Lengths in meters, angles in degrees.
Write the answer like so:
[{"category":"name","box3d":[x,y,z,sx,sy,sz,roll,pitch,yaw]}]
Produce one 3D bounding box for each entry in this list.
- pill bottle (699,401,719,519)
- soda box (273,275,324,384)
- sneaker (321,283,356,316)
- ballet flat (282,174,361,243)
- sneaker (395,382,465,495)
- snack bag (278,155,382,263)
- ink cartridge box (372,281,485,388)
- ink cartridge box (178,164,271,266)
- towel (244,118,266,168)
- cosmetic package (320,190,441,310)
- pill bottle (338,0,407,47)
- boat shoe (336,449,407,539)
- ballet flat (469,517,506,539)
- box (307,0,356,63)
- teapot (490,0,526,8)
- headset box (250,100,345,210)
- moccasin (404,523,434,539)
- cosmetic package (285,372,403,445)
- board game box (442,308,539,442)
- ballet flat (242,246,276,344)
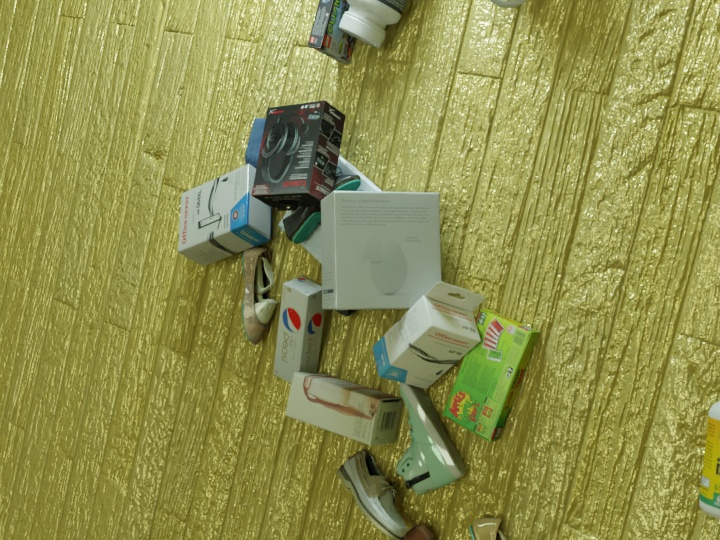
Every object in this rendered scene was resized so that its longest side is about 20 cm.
[{"category":"pill bottle","box3d":[0.556,0.254,1.200,0.111,0.112,0.205,7,90,32]},{"category":"soda box","box3d":[-0.117,0.118,1.626,0.067,0.063,0.204,23,118,30]},{"category":"sneaker","box3d":[0.000,0.000,1.599,0.084,0.074,0.202,42,117,21]},{"category":"ballet flat","box3d":[-0.084,-0.138,1.632,0.200,0.073,0.074,-43,66,25]},{"category":"sneaker","box3d":[0.093,0.304,1.505,0.117,0.073,0.203,-34,72,19]},{"category":"snack bag","box3d":[-0.058,-0.117,1.665,0.188,0.021,0.202,41,107,28]},{"category":"ink cartridge box","box3d":[0.125,0.116,1.445,0.200,0.114,0.069,-48,39,35]},{"category":"ink cartridge box","box3d":[-0.286,-0.114,1.751,0.197,0.084,0.149,-18,60,29]},{"category":"towel","box3d":[-0.148,-0.248,1.700,0.197,0.048,0.114,16,88,36]},{"category":"cosmetic package","box3d":[0.035,-0.033,1.483,0.123,0.195,0.205,171,99,-76]},{"category":"pill bottle","box3d":[0.038,-0.536,1.577,0.119,0.119,0.203,30,102,29]},{"category":"boat shoe","box3d":[0.029,0.406,1.522,0.069,0.075,0.200,-49,46,2]},{"category":"ballet flat","box3d":[0.238,0.521,1.410,0.062,0.069,0.204,-17,78,15]},{"category":"box","box3d":[-0.036,-0.521,1.628,0.034,0.109,0.204,19,97,30]},{"category":"teapot","box3d":[0.279,-0.585,1.416,0.144,0.199,0.201,26,138,-6]},{"category":"headset box","box3d":[-0.120,-0.209,1.589,0.147,0.077,0.204,2,75,36]},{"category":"moccasin","box3d":[0.060,0.538,1.509,0.201,0.077,0.074,-46,63,19]},{"category":"cosmetic package","box3d":[-0.031,0.258,1.574,0.197,0.103,0.089,12,91,30]},{"category":"board game box","box3d":[0.226,0.181,1.450,0.100,0.047,0.204,24,99,31]},{"category":"ballet flat","box3d":[-0.208,0.049,1.721,0.066,0.068,0.205,-8,83,28]}]
